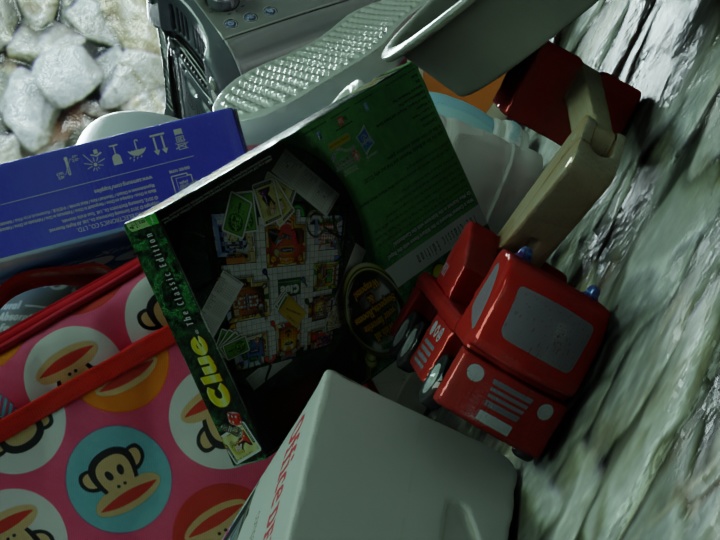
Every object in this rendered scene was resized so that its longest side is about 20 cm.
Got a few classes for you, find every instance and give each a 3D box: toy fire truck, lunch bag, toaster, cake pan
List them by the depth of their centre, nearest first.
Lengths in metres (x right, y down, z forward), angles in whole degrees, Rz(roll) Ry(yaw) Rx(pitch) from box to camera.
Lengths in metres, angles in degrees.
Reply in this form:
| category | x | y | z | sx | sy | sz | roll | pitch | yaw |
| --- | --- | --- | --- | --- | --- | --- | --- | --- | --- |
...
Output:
| category | x | y | z | sx | sy | sz | roll | pitch | yaw |
| --- | --- | --- | --- | --- | --- | --- | --- | --- | --- |
| toy fire truck | 0.068 | -0.013 | 1.035 | 0.141 | 0.049 | 0.200 | -61 | 10 | 5 |
| cake pan | 0.094 | -0.142 | 1.105 | 0.200 | 0.037 | 0.200 | -41 | 6 | 5 |
| lunch bag | -0.096 | 0.073 | 1.114 | 0.200 | 0.176 | 0.082 | -30 | -13 | -10 |
| toaster | -0.039 | -0.100 | 1.502 | 0.114 | 0.129 | 0.200 | 54 | 160 | 36 |

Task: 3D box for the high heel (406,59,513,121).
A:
| category | x | y | z | sx | sy | sz | roll | pitch | yaw |
| --- | --- | --- | --- | --- | --- | --- | --- | --- | --- |
| high heel | 0.064 | -0.115 | 1.369 | 0.096 | 0.067 | 0.200 | 84 | -166 | -59 |

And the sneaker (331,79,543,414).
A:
| category | x | y | z | sx | sy | sz | roll | pitch | yaw |
| --- | --- | --- | --- | --- | --- | --- | --- | --- | --- |
| sneaker | -0.012 | 0.013 | 1.207 | 0.200 | 0.115 | 0.074 | -64 | 10 | 7 |

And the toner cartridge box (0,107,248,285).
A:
| category | x | y | z | sx | sy | sz | roll | pitch | yaw |
| --- | --- | --- | --- | --- | --- | --- | --- | --- | --- |
| toner cartridge box | -0.150 | -0.018 | 1.149 | 0.095 | 0.200 | 0.043 | 140 | 114 | -72 |

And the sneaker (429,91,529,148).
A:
| category | x | y | z | sx | sy | sz | roll | pitch | yaw |
| --- | --- | --- | --- | --- | --- | --- | --- | --- | --- |
| sneaker | 0.000 | 0.000 | 1.279 | 0.200 | 0.082 | 0.074 | -61 | 8 | 14 |

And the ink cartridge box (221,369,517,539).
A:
| category | x | y | z | sx | sy | sz | roll | pitch | yaw |
| --- | --- | --- | --- | --- | --- | --- | --- | --- | --- |
| ink cartridge box | -0.030 | 0.159 | 0.973 | 0.200 | 0.085 | 0.148 | -60 | 8 | 27 |

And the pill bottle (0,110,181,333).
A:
| category | x | y | z | sx | sy | sz | roll | pitch | yaw |
| --- | --- | --- | --- | --- | --- | --- | --- | --- | --- |
| pill bottle | -0.124 | 0.030 | 1.252 | 0.116 | 0.116 | 0.200 | -51 | 16 | 54 |

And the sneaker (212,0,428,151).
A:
| category | x | y | z | sx | sy | sz | roll | pitch | yaw |
| --- | --- | --- | --- | --- | --- | --- | --- | --- | --- |
| sneaker | 0.000 | -0.069 | 1.355 | 0.075 | 0.105 | 0.200 | -5 | 18 | 29 |

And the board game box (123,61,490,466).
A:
| category | x | y | z | sx | sy | sz | roll | pitch | yaw |
| --- | --- | --- | --- | --- | --- | --- | --- | --- | --- |
| board game box | -0.012 | -0.008 | 1.080 | 0.023 | 0.105 | 0.200 | -21 | 7 | 37 |
